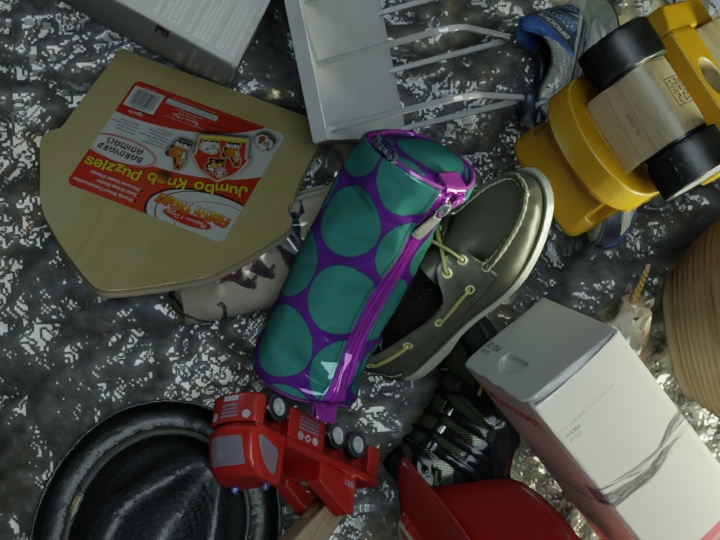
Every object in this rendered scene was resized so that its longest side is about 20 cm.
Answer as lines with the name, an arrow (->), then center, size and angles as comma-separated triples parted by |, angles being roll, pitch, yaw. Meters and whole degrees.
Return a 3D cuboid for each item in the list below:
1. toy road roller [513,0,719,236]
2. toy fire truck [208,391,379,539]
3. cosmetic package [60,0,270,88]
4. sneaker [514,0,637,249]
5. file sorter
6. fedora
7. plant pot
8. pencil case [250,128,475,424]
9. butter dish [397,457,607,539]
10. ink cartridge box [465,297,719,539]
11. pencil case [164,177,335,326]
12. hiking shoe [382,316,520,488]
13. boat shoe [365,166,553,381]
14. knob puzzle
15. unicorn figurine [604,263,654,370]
toy road roller -> 0.204, -0.105, 1.138 | 0.200, 0.146, 0.123 | -24, 80, -52
toy fire truck -> -0.036, 0.182, 1.135 | 0.200, 0.049, 0.142 | 31, 56, -44
cosmetic package -> -0.165, -0.221, 1.143 | 0.199, 0.107, 0.091 | 26, 83, -7
sneaker -> 0.161, -0.112, 1.215 | 0.085, 0.077, 0.201 | -6, 78, -16
file sorter -> 0.029, -0.205, 1.139 | 0.124, 0.139, 0.201 | -12, 89, 26
fedora -> -0.145, 0.194, 1.130 | 0.199, 0.092, 0.202 | 0, 87, -11
plant pot -> 0.289, 0.044, 1.195 | 0.092, 0.201, 0.202 | -11, 89, 23
pencil case -> 0.000, 0.000, 1.096 | 0.085, 0.092, 0.201 | 12, 114, -40
butter dish -> 0.123, 0.234, 1.101 | 0.147, 0.200, 0.201 | -20, 125, -16
ink cartridge box -> 0.180, 0.126, 1.101 | 0.083, 0.146, 0.200 | -40, 106, -6
pencil case -> -0.060, -0.020, 1.165 | 0.199, 0.078, 0.090 | -15, 101, -11
hiking shoe -> 0.068, 0.127, 1.183 | 0.100, 0.076, 0.201 | -5, 89, -14
boat shoe -> 0.063, 0.004, 1.135 | 0.060, 0.072, 0.202 | 8, 129, -45
knob puzzle -> -0.141, -0.055, 1.123 | 0.218, 0.031, 0.221 | 2, 55, -3
unicorn figurine -> 0.203, 0.109, 1.219 | 0.137, 0.074, 0.200 | -38, 110, -12
